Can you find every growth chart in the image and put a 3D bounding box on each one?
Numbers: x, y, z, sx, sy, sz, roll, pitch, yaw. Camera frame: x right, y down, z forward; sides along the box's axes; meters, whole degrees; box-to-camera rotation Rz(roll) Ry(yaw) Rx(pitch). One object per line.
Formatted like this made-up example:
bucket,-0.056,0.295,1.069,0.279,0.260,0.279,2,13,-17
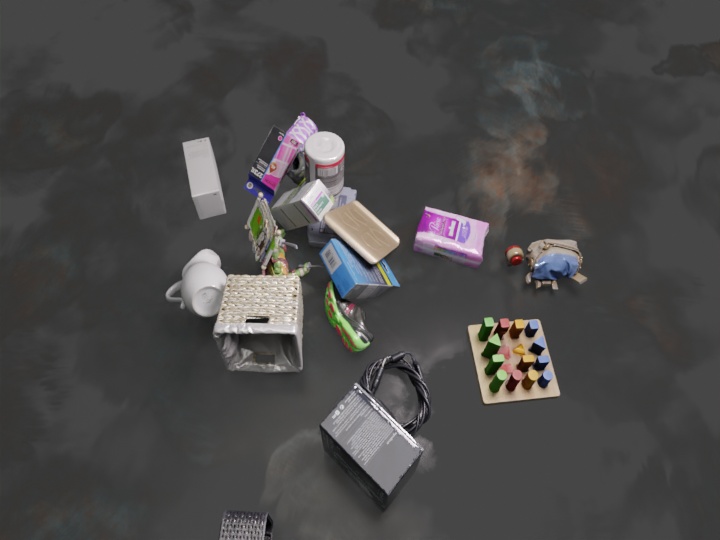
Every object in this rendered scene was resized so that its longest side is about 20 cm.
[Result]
growth chart,-0.256,-0.100,1.479,0.017,0.148,0.202,5,37,-32

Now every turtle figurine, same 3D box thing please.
turtle figurine,-0.185,-0.051,1.503,0.140,0.202,0.197,4,46,-40

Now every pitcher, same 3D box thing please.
pitcher,-0.411,0.049,1.430,0.170,0.123,0.200,-38,32,-3

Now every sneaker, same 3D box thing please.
sneaker,-0.032,0.115,1.458,0.082,0.078,0.204,-15,63,-31
sneaker,-0.154,-0.333,1.690,0.080,0.073,0.205,32,57,-20

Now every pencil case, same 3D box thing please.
pencil case,-0.209,-0.383,1.723,0.082,0.087,0.202,12,55,42

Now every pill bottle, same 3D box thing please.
pill bottle,-0.098,-0.261,1.547,0.106,0.203,0.114,2,52,-2

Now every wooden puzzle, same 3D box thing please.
wooden puzzle,0.002,-0.098,1.527,0.184,0.047,0.200,41,29,6

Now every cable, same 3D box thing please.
cable,0.084,0.296,1.358,0.157,0.051,0.206,-11,61,-8

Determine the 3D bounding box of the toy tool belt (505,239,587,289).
toy tool belt,0.490,-0.012,1.512,0.192,0.127,0.126,-3,50,-3

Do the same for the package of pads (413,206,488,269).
package of pads,0.250,-0.093,1.577,0.193,0.077,0.123,16,57,8

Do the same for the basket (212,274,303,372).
basket,-0.232,0.126,1.362,0.190,0.203,0.166,1,56,-1

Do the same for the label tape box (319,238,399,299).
label tape box,0.000,0.000,1.500,0.197,0.066,0.146,7,46,-53

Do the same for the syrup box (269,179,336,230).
syrup box,-0.158,-0.173,1.537,0.082,0.197,0.080,48,63,-23

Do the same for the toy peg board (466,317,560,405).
toy peg board,0.379,0.205,1.394,0.191,0.099,0.206,-4,60,-4

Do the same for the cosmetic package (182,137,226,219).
cosmetic package,-0.446,-0.265,1.637,0.082,0.109,0.205,-12,59,-9

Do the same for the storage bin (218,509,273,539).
storage bin,-0.232,0.592,1.124,0.090,0.137,0.206,4,59,0

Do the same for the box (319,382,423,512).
box,0.021,0.381,1.219,0.195,0.202,0.124,38,66,20

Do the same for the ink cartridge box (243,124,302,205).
ink cartridge box,-0.255,-0.301,1.638,0.093,0.037,0.204,31,98,3

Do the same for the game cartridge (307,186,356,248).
game cartridge,-0.085,-0.152,1.624,0.128,0.041,0.206,9,59,-1
